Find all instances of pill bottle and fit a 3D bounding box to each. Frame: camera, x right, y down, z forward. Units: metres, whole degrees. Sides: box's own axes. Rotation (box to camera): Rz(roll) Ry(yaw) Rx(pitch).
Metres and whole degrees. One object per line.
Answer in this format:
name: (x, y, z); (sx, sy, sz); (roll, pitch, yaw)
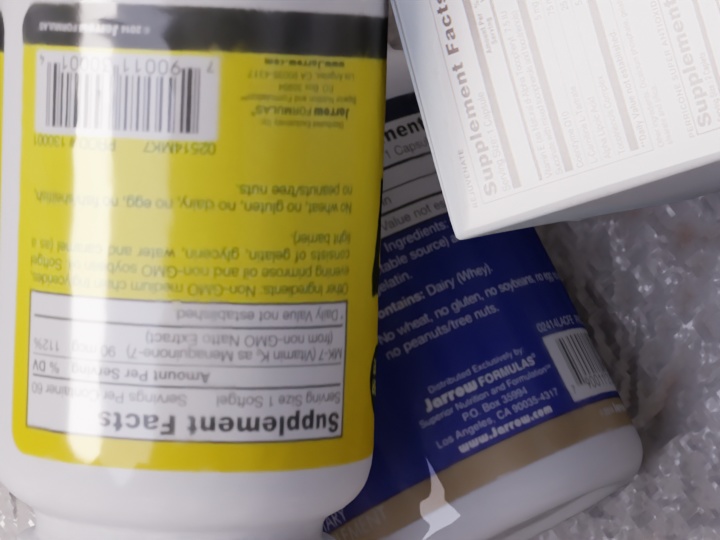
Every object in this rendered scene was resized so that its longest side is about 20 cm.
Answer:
pill bottle: (-0.051, 0.011, 0.807); (0.114, 0.114, 0.201); (6, 96, 32)
pill bottle: (0.000, 0.000, 0.909); (0.116, 0.116, 0.201); (-33, 78, 31)

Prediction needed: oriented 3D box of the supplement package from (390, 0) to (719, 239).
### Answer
supplement package: (0.125, -0.111, 0.792); (0.199, 0.152, 0.151); (-17, 86, 33)
